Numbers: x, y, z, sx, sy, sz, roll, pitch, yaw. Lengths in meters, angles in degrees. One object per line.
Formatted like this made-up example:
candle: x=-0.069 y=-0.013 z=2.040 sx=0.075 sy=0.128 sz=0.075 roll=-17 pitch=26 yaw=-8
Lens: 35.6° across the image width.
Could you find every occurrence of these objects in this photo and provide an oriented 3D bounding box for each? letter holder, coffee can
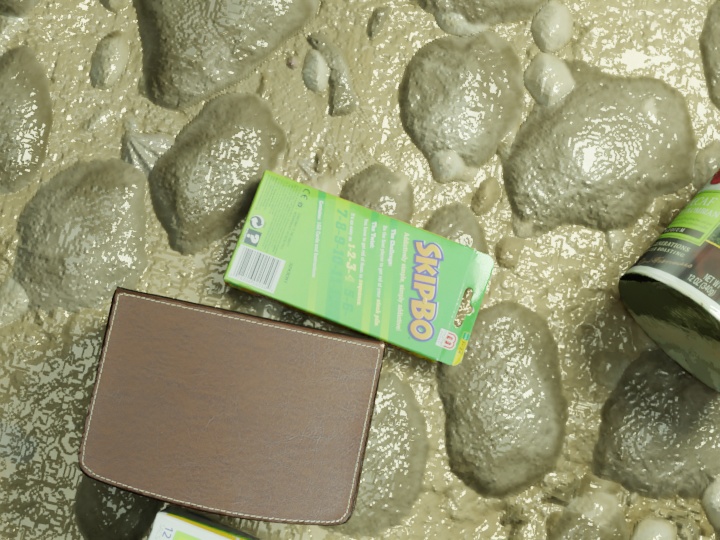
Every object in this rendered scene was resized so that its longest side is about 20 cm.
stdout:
letter holder: x=-0.094 y=0.106 z=0.837 sx=0.199 sy=0.101 sz=0.143 roll=11 pitch=82 yaw=-2
coffee can: x=0.318 y=-0.018 z=0.861 sx=0.146 sy=0.146 sz=0.200 roll=43 pitch=81 yaw=3

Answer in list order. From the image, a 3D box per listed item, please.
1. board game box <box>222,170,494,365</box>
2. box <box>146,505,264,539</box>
board game box: x=0.000 y=0.000 z=0.896 sx=0.199 sy=0.030 sz=0.096 roll=20 pitch=81 yaw=2
box: x=-0.070 y=0.258 z=0.811 sx=0.199 sy=0.101 sz=0.113 roll=22 pitch=81 yaw=0
